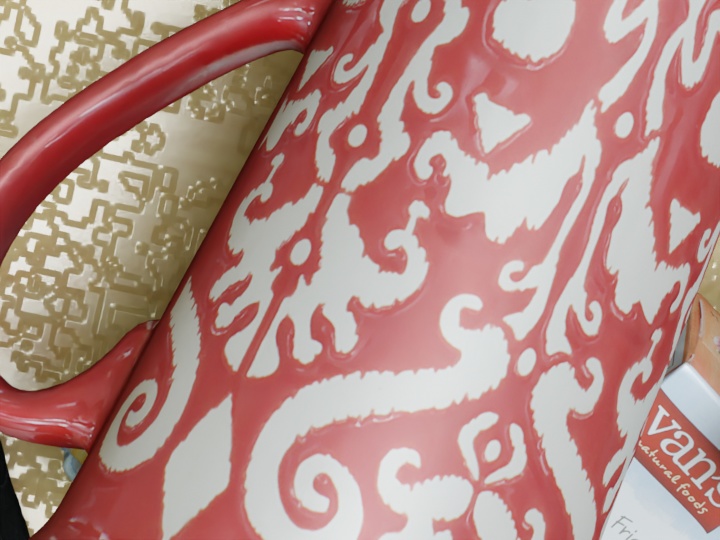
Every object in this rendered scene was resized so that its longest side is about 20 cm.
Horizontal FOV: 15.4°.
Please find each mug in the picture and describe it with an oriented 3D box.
[{"bbox_3d":[0.001,-0.001,0.651,0.177,0.133,0.200,27,84,-16],"label":"mug"}]

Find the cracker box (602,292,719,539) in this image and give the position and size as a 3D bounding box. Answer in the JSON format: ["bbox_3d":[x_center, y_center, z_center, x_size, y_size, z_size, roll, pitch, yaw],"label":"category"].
[{"bbox_3d":[0.063,0.120,0.751,0.200,0.058,0.134,-39,100,22],"label":"cracker box"}]

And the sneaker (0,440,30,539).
[{"bbox_3d":[-0.124,0.084,0.727,0.073,0.112,0.201,-17,96,-7],"label":"sneaker"}]

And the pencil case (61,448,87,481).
[{"bbox_3d":[0.000,0.000,0.759,0.091,0.083,0.200,36,87,8],"label":"pencil case"}]
